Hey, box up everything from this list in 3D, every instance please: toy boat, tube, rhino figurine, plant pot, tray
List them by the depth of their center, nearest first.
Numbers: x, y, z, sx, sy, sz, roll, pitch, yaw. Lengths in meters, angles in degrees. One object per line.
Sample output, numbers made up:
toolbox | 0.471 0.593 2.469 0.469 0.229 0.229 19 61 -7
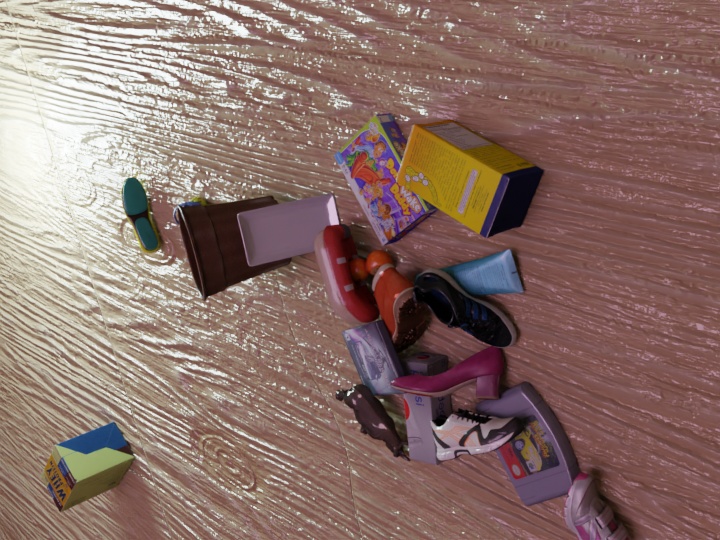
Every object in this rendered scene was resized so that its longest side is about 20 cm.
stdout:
tube | 0.186 0.016 1.370 0.199 0.050 0.078 -11 109 41
toy boat | 0.000 0.000 1.504 0.130 0.130 0.201 -16 91 15
tray | -0.139 -0.082 1.557 0.022 0.199 0.108 -176 73 -74
rhino figurine | 0.035 0.307 1.569 0.200 0.060 0.087 51 157 -2
plant pot | -0.256 -0.059 1.621 0.200 0.197 0.201 165 90 -74

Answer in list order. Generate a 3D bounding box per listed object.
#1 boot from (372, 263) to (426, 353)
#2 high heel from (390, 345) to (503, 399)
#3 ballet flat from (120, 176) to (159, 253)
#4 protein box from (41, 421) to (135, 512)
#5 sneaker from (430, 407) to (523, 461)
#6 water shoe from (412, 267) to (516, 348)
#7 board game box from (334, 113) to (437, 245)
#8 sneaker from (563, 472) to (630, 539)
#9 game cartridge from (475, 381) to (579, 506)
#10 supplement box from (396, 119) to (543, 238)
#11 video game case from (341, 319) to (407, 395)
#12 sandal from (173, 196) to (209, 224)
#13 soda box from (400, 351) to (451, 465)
boot | 0.066 0.073 1.459 0.107 0.075 0.200 49 154 32
high heel | 0.154 0.177 1.397 0.199 0.067 0.097 2 77 12
ballet flat | -0.573 -0.139 2.022 0.067 0.067 0.201 -12 96 65
protein box | -0.826 0.593 2.375 0.135 0.198 0.200 53 132 18
sneaker | 0.195 0.279 1.371 0.200 0.074 0.080 -26 82 44
water shoe | 0.172 0.081 1.341 0.200 0.079 0.072 36 131 4
board game box | 0.048 -0.166 1.443 0.134 0.045 0.201 -38 76 42
sneaker | 0.395 0.422 1.277 0.088 0.081 0.201 -6 107 42
game cartridge | 0.294 0.300 1.360 0.133 0.041 0.201 -35 78 39
supplement box | 0.175 -0.154 1.284 0.200 0.109 0.110 36 124 30
video game case | 0.027 0.174 1.525 0.143 0.019 0.200 68 159 2
sandal | -0.357 -0.119 1.807 0.199 0.087 0.080 12 108 38
soda box | 0.127 0.260 1.482 0.068 0.063 0.201 4 105 42
